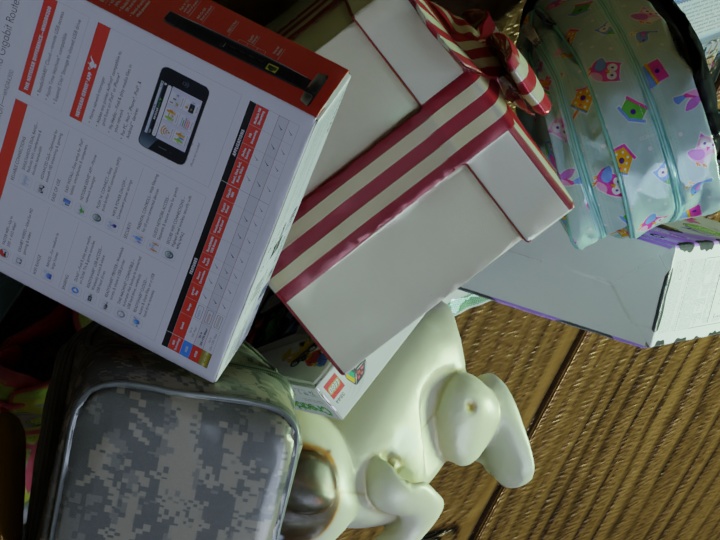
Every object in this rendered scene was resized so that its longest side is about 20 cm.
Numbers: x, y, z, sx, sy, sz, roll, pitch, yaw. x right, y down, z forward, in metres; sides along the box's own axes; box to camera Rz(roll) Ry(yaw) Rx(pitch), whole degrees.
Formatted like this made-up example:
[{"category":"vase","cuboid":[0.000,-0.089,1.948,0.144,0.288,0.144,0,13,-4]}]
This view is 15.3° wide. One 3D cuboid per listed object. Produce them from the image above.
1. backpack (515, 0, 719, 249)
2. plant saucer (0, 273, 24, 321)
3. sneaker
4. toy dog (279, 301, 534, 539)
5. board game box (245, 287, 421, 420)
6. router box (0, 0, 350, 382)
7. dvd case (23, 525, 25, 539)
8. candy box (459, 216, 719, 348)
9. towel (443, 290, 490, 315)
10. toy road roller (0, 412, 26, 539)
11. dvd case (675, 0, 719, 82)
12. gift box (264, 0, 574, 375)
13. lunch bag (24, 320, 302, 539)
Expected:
[{"category":"backpack","cuboid":[0.161,-0.093,1.641,0.126,0.200,0.167,-23,114,3]},{"category":"plant saucer","cuboid":[-0.243,0.024,1.598,0.070,0.019,0.200,1,135,-48]},{"category":"sneaker","cuboid":[-0.210,0.081,1.671,0.200,0.078,0.090,-50,141,12]},{"category":"toy dog","cuboid":[-0.008,0.108,1.703,0.200,0.139,0.194,-33,128,-36]},{"category":"board game box","cuboid":[0.000,0.000,1.652,0.200,0.126,0.035,-51,123,-21]},{"category":"router box","cuboid":[-0.119,-0.060,1.402,0.049,0.179,0.200,-57,174,-48]},{"category":"dvd case","cuboid":[-0.203,0.166,1.709,0.200,0.143,0.018,-40,129,7]},{"category":"candy box","cuboid":[0.155,-0.010,1.774,0.200,0.167,0.072,-6,112,-65]},{"category":"towel","cuboid":[0.028,-0.010,1.830,0.149,0.031,0.200,-30,150,-13]},{"category":"toy road roller","cuboid":[-0.262,0.146,1.572,0.146,0.123,0.200,-2,152,3]},{"category":"dvd case","cuboid":[0.207,-0.181,1.788,0.142,0.018,0.200,-19,146,-29]},{"category":"gift box","cuboid":[0.002,-0.083,1.505,0.187,0.185,0.200,-36,110,5]},{"category":"lunch bag","cuboid":[-0.120,0.128,1.537,0.139,0.168,0.200,9,107,-9]}]
